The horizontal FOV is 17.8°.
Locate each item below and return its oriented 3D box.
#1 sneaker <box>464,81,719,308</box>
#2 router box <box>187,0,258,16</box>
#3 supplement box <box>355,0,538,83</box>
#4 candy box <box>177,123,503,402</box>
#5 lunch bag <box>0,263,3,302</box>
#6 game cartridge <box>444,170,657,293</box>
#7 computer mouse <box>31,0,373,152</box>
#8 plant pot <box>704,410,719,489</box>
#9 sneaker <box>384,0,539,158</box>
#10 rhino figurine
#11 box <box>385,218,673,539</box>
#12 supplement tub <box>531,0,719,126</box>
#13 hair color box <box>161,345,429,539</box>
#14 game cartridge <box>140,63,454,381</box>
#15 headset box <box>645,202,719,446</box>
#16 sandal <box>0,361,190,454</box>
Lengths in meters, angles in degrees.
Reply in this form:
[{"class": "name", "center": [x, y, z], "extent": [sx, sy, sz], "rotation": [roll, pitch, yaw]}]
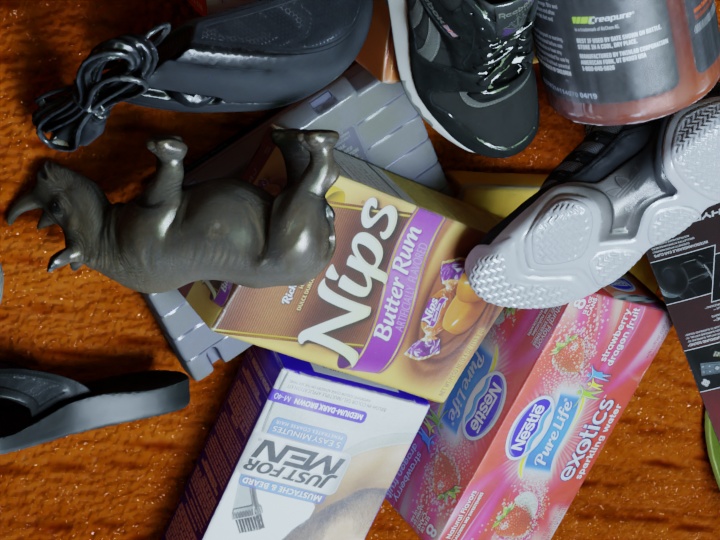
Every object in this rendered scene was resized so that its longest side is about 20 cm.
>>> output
[{"class": "sneaker", "center": [0.142, -0.060, 1.394], "extent": [0.200, 0.114, 0.076], "rotation": [-31, 131, 4]}, {"class": "router box", "center": [-0.014, -0.250, 1.247], "extent": [0.199, 0.049, 0.180], "rotation": [-22, 130, -21]}, {"class": "supplement box", "center": [0.085, -0.161, 1.368], "extent": [0.199, 0.067, 0.069], "rotation": [-9, 121, -31]}, {"class": "candy box", "center": [0.000, 0.000, 1.386], "extent": [0.200, 0.056, 0.117], "rotation": [19, 109, -40]}, {"class": "lunch bag", "center": [-0.301, 0.035, 1.186], "extent": [0.167, 0.139, 0.201], "rotation": [14, 111, -41]}, {"class": "game cartridge", "center": [0.114, 0.016, 1.541], "extent": [0.199, 0.032, 0.177], "rotation": [0, 120, -37]}, {"class": "computer mouse", "center": [-0.073, -0.108, 1.262], "extent": [0.199, 0.053, 0.138], "rotation": [-21, 175, -28]}, {"class": "plant pot", "center": [0.393, 0.110, 1.703], "extent": [0.193, 0.200, 0.201], "rotation": [-26, 133, -34]}, {"class": "sneaker", "center": [0.062, -0.136, 1.263], "extent": [0.076, 0.088, 0.200], "rotation": [-35, 125, -15]}, {"class": "rhino figurine", "center": [-0.104, -0.031, 1.281], "extent": [0.199, 0.060, 0.088], "rotation": [-2, 96, 12]}, {"class": "box", "center": [0.101, 0.080, 1.485], "extent": [0.099, 0.095, 0.201], "rotation": [14, 111, -40]}, {"class": "supplement tub", "center": [0.137, -0.189, 1.278], "extent": [0.107, 0.107, 0.201], "rotation": [-25, 121, -18]}, {"class": "hair color box", "center": [-0.049, 0.144, 1.477], "extent": [0.109, 0.065, 0.201], "rotation": [15, 113, -26]}, {"class": "game cartridge", "center": [-0.045, -0.035, 1.390], "extent": [0.200, 0.038, 0.130], "rotation": [-34, 130, -10]}, {"class": "headset box", "center": [0.251, 0.015, 1.487], "extent": [0.077, 0.149, 0.201], "rotation": [-15, 110, 21]}, {"class": "sandal", "center": [-0.193, 0.072, 1.348], "extent": [0.200, 0.075, 0.048], "rotation": [-12, 102, -37]}]
